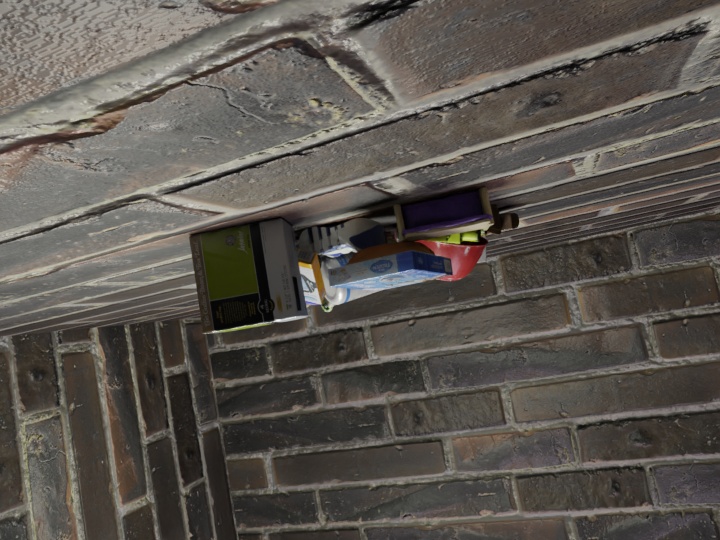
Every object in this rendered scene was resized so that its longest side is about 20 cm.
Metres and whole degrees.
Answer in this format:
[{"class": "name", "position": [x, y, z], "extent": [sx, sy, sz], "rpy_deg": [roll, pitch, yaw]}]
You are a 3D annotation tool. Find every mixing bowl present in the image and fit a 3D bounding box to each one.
[{"class": "mixing bowl", "position": [0.215, -0.039, 1.410], "extent": [0.199, 0.109, 0.200], "rpy_deg": [7, -164, -2]}]

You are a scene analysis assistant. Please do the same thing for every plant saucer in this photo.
[{"class": "plant saucer", "position": [0.066, -0.028, 1.238], "extent": [0.199, 0.038, 0.200], "rpy_deg": [-7, 172, -1]}]

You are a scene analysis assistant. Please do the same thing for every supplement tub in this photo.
[{"class": "supplement tub", "position": [0.000, 0.000, 1.430], "extent": [0.199, 0.132, 0.132], "rpy_deg": [-18, 179, -26]}]

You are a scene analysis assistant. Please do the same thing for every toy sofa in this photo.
[{"class": "toy sofa", "position": [0.175, -0.116, 1.182], "extent": [0.199, 0.083, 0.098], "rpy_deg": [-11, 171, 4]}]

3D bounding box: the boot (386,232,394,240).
[{"class": "boot", "position": [0.076, -0.062, 1.637], "extent": [0.073, 0.076, 0.200], "rpy_deg": [-14, 176, 9]}]

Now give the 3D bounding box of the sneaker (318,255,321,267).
[{"class": "sneaker", "position": [-0.201, -0.019, 1.384], "extent": [0.201, 0.068, 0.108], "rpy_deg": [8, -174, 37]}]

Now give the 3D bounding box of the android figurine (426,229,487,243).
[{"class": "android figurine", "position": [0.193, -0.102, 1.319], "extent": [0.199, 0.041, 0.182], "rpy_deg": [9, -158, 27]}]

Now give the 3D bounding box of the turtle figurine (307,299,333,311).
[{"class": "turtle figurine", "position": [-0.135, 0.050, 1.527], "extent": [0.199, 0.144, 0.194], "rpy_deg": [7, -161, 37]}]

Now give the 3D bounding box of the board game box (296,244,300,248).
[{"class": "board game box", "position": [-0.091, -0.064, 1.472], "extent": [0.135, 0.035, 0.200], "rpy_deg": [-9, 175, -24]}]

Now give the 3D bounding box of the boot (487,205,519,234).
[{"class": "boot", "position": [0.312, -0.122, 1.495], "extent": [0.154, 0.074, 0.200], "rpy_deg": [-6, 174, 44]}]

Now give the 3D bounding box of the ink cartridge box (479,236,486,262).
[{"class": "ink cartridge box", "position": [0.261, -0.066, 1.672], "extent": [0.145, 0.084, 0.200], "rpy_deg": [-7, -172, -23]}]

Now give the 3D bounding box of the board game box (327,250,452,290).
[{"class": "board game box", "position": [0.067, 0.005, 1.188], "extent": [0.198, 0.044, 0.200], "rpy_deg": [-12, 170, 31]}]

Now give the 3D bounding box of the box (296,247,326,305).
[{"class": "box", "position": [-0.150, 0.014, 1.321], "extent": [0.119, 0.042, 0.200], "rpy_deg": [14, 151, 13]}]

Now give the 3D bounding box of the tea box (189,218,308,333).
[{"class": "tea box", "position": [-0.227, 0.016, 1.151], "extent": [0.196, 0.201, 0.134], "rpy_deg": [-9, 175, 3]}]

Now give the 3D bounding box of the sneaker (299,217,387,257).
[{"class": "sneaker", "position": [-0.036, -0.074, 1.306], "extent": [0.199, 0.081, 0.115], "rpy_deg": [-4, 179, 6]}]

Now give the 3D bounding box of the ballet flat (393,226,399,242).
[{"class": "ballet flat", "position": [0.137, -0.095, 1.501], "extent": [0.071, 0.069, 0.200], "rpy_deg": [11, -169, 41]}]
